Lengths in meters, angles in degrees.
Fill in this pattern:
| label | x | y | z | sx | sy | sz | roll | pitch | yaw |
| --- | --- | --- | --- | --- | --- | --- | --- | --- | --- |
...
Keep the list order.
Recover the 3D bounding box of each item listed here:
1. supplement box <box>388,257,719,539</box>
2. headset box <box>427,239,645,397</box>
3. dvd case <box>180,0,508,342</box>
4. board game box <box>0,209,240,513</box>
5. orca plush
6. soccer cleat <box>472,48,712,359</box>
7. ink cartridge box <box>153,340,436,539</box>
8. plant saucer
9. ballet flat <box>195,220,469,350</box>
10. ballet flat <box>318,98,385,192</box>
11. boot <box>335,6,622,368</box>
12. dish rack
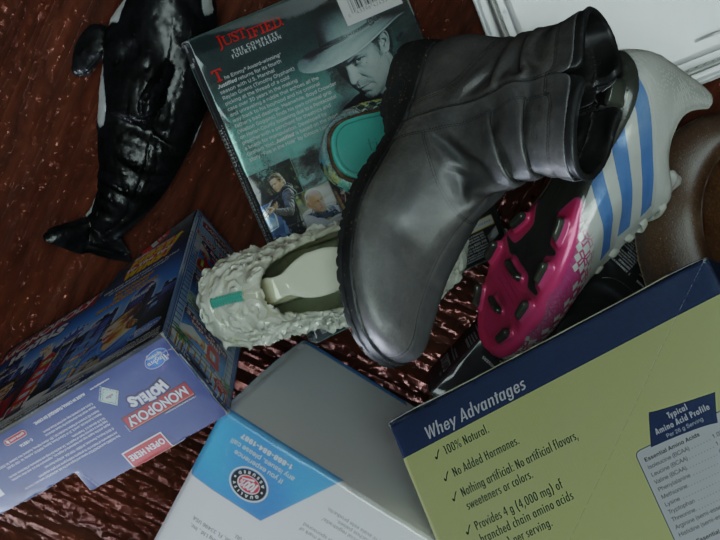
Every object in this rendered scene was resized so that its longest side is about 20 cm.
| label | x | y | z | sx | sy | sz | roll | pitch | yaw |
| --- | --- | --- | --- | --- | --- | --- | --- | --- | --- |
| supplement box | 0.158 | 0.130 | 0.871 | 0.200 | 0.134 | 0.200 | -30 | 71 | 21 |
| headset box | 0.147 | 0.061 | 1.032 | 0.149 | 0.075 | 0.200 | 41 | 96 | -4 |
| dvd case | -0.006 | -0.075 | 1.023 | 0.146 | 0.022 | 0.200 | -26 | 98 | -17 |
| board game box | -0.145 | 0.052 | 0.995 | 0.200 | 0.200 | 0.062 | -30 | 108 | 26 |
| orca plush | -0.143 | -0.101 | 1.019 | 0.105 | 0.071 | 0.200 | 32 | 96 | -3 |
| soccer cleat | 0.136 | -0.030 | 0.948 | 0.086 | 0.070 | 0.200 | 11 | 116 | -29 |
| ink cartridge box | -0.039 | 0.177 | 0.983 | 0.147 | 0.146 | 0.200 | 32 | 110 | 7 |
| plant saucer | 0.259 | -0.011 | 0.988 | 0.200 | 0.032 | 0.201 | 9 | 64 | -20 |
| ballet flat | 0.000 | 0.000 | 0.948 | 0.200 | 0.072 | 0.072 | -19 | 98 | -36 |
| ballet flat | 0.072 | -0.082 | 0.994 | 0.200 | 0.074 | 0.074 | -6 | 97 | -6 |
| boot | 0.065 | -0.047 | 0.876 | 0.131 | 0.070 | 0.200 | -4 | 69 | 38 |
| dish rack | 0.150 | -0.197 | 1.019 | 0.171 | 0.044 | 0.200 | -21 | 95 | 4 |
